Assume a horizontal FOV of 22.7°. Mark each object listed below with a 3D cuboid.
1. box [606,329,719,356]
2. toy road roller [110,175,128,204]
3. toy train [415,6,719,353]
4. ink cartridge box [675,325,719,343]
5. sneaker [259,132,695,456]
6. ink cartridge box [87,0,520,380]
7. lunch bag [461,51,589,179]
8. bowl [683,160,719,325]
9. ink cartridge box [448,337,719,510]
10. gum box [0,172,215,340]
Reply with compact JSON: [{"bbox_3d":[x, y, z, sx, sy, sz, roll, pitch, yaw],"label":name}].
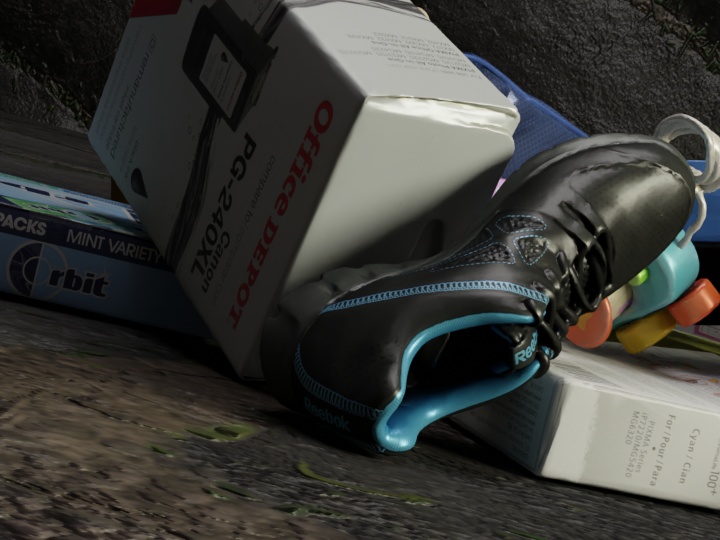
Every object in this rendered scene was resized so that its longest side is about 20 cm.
[{"bbox_3d":[0.149,0.052,1.023,0.200,0.050,0.075,18,6,42],"label":"box"},{"bbox_3d":[-0.133,-0.080,1.422,0.146,0.123,0.200,1,9,-19],"label":"toy road roller"},{"bbox_3d":[0.070,-0.032,0.821,0.200,0.151,0.056,21,44,37],"label":"toy train"},{"bbox_3d":[0.276,0.036,1.125,0.125,0.129,0.200,12,3,-21],"label":"ink cartridge box"},{"bbox_3d":[0.063,0.013,0.705,0.200,0.073,0.082,-30,33,-19],"label":"sneaker"},{"bbox_3d":[-0.034,-0.063,0.806,0.083,0.146,0.200,5,32,-35],"label":"ink cartridge box"},{"bbox_3d":[0.056,-0.059,1.174,0.200,0.136,0.132,33,-7,-37],"label":"lunch bag"},{"bbox_3d":[0.174,-0.008,0.912,0.200,0.040,0.201,4,-14,1],"label":"bowl"},{"bbox_3d":[0.125,0.062,0.807,0.176,0.045,0.200,11,5,-18],"label":"ink cartridge box"},{"bbox_3d":[-0.158,-0.016,0.926,0.169,0.045,0.200,14,3,-13],"label":"gum box"}]
